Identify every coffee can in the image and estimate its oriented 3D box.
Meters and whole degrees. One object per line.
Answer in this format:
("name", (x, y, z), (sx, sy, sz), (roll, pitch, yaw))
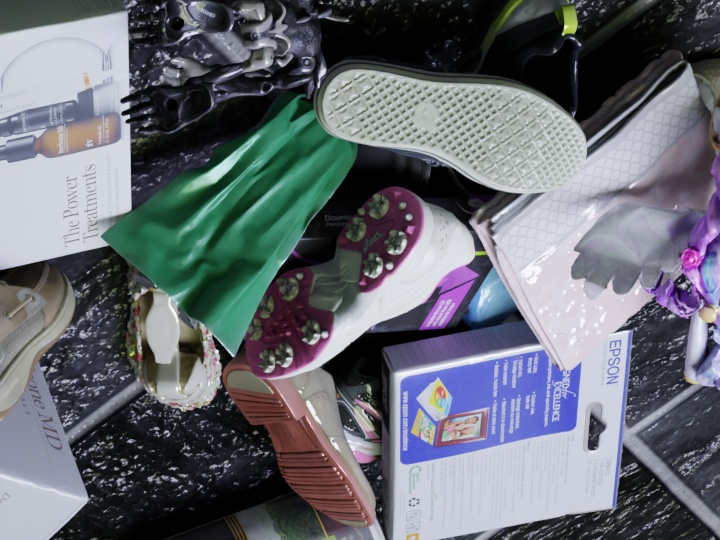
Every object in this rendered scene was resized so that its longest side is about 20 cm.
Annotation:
("coffee can", (-0.079, 0.273, 1.571), (0.198, 0.147, 0.147), (-19, 141, -13))

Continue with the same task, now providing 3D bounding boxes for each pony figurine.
("pony figurine", (0.256, -0.013, 1.310), (0.194, 0.165, 0.201), (-58, 146, -39))

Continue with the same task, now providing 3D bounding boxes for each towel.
("towel", (0.191, -0.039, 1.352), (0.200, 0.032, 0.191), (-40, 137, -4))

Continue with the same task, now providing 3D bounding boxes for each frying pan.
("frying pan", (0.005, -0.090, 1.305), (0.114, 0.031, 0.191), (-5, 137, -26))

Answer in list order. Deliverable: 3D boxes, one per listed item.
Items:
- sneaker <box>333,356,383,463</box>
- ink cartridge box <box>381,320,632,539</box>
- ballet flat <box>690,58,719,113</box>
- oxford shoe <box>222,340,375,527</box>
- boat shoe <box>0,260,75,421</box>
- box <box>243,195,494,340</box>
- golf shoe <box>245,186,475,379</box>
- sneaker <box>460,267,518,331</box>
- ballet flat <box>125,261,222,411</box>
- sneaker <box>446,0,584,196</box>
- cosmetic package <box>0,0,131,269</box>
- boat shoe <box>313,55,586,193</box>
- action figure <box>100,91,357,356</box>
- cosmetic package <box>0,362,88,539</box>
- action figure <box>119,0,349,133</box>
("sneaker", (0.055, 0.118, 1.535), (0.199, 0.081, 0.087), (6, 129, -37))
("ink cartridge box", (0.115, 0.129, 1.496), (0.198, 0.047, 0.199), (-10, 128, -13))
("ballet flat", (0.211, -0.101, 1.382), (0.199, 0.068, 0.062), (-30, 173, -3))
("oxford shoe", (-0.032, 0.122, 1.449), (0.070, 0.074, 0.201), (-1, 132, 35))
("boat shoe", (-0.241, 0.035, 1.196), (0.072, 0.200, 0.065), (-25, 111, 19))
("box", (0.000, 0.000, 1.367), (0.198, 0.036, 0.143), (-2, 148, -20))
("golf shoe", (0.000, 0.021, 1.296), (0.091, 0.076, 0.200), (11, 141, -43))
("sneaker", (0.156, -0.016, 1.437), (0.200, 0.090, 0.078), (-42, 141, 16))
("ballet flat", (-0.142, 0.052, 1.347), (0.075, 0.064, 0.201), (-1, 138, 4))
("sneaker", (0.110, -0.114, 1.305), (0.071, 0.083, 0.201), (-10, 138, -21))
("cosmetic package", (-0.222, -0.087, 1.159), (0.149, 0.052, 0.201), (-12, 139, -16))
("boat shoe", (0.060, -0.103, 1.241), (0.198, 0.062, 0.075), (12, 104, -17))
("action figure", (-0.067, -0.054, 1.244), (0.200, 0.118, 0.055), (-49, -173, -15))
("cosmetic package", (-0.325, 0.118, 1.229), (0.166, 0.168, 0.199), (-43, 141, 18))
("action figure", (-0.080, -0.153, 1.131), (0.200, 0.101, 0.120), (-39, 133, -60))
